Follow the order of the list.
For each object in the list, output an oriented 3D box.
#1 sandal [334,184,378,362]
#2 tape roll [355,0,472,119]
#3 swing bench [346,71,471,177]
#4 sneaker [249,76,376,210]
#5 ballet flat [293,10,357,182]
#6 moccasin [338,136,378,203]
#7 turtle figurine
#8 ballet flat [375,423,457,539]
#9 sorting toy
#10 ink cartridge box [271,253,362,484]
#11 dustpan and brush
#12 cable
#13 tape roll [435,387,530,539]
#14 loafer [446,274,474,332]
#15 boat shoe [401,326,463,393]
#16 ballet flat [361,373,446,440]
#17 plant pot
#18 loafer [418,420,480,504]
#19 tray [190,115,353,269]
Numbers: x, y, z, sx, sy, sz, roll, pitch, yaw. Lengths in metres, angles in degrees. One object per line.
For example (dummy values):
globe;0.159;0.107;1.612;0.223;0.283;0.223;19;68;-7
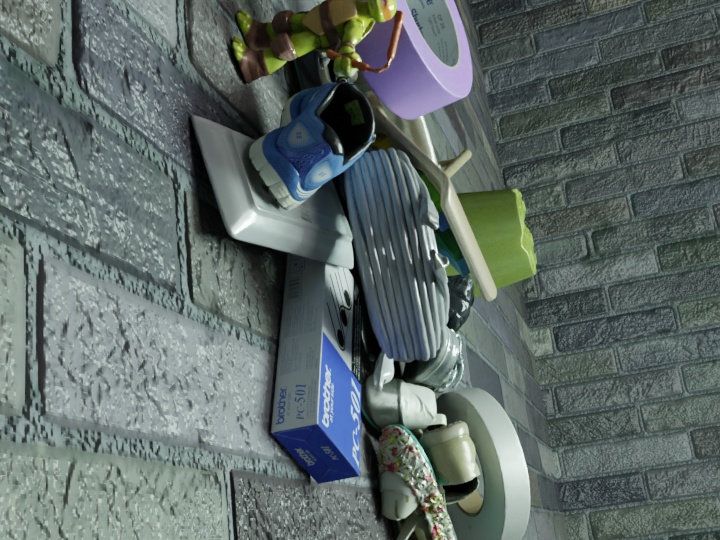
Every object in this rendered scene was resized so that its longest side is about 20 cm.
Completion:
sandal;0.000;0.000;0.931;0.075;0.048;0.201;-57;136;-68
tape roll;0.045;-0.265;0.910;0.200;0.065;0.201;40;41;-46
swing bench;0.048;-0.190;1.121;0.200;0.129;0.200;-63;139;-58
sneaker;-0.021;-0.118;0.730;0.079;0.089;0.200;57;23;-19
ballet flat;-0.034;-0.188;0.929;0.073;0.073;0.201;18;62;-72
moccasin;0.019;-0.061;1.011;0.080;0.068;0.201;-34;114;-75
turtle figurine;-0.032;-0.231;0.790;0.064;0.161;0.201;55;27;-55
ballet flat;0.058;0.262;0.923;0.064;0.075;0.201;-35;111;-37
sorting toy;0.068;-0.076;0.922;0.200;0.036;0.185;58;0;43
ink cartridge box;-0.034;0.075;0.768;0.094;0.044;0.201;60;24;-45
dustpan and brush;0.045;0.069;0.955;0.200;0.057;0.140;-85;-165;-54
cable;0.031;-0.012;0.800;0.200;0.069;0.201;-105;-176;-51
tape roll;0.141;0.247;1.065;0.203;0.037;0.204;173;-90;-68
loafer;0.100;0.055;1.091;0.071;0.068;0.201;-54;179;-18
boat shoe;0.092;0.109;1.024;0.202;0.064;0.075;107;-3;-70
ballet flat;0.059;0.164;0.987;0.200;0.068;0.068;53;30;-56
plant pot;0.143;-0.033;1.211;0.200;0.189;0.201;-11;90;-75
loafer;0.094;0.233;0.982;0.200;0.075;0.069;83;-9;-63
tray;-0.061;-0.064;0.728;0.200;0.022;0.108;15;53;-62
